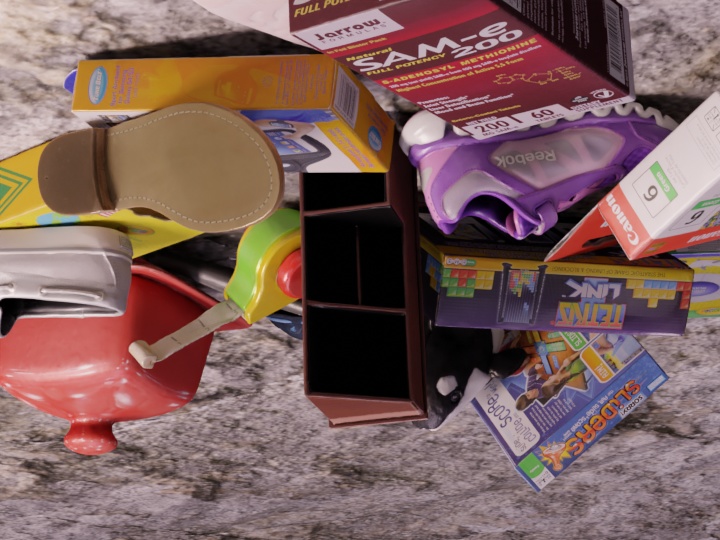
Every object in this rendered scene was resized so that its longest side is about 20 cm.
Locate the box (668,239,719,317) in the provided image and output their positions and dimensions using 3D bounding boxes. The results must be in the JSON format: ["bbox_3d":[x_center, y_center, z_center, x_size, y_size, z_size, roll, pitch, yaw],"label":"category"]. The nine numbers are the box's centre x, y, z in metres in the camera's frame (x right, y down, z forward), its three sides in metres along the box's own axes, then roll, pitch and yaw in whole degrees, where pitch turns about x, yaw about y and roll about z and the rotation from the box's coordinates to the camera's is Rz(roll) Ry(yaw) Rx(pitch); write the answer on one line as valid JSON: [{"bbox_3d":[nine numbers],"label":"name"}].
[{"bbox_3d":[0.277,-0.002,1.660,0.117,0.049,0.200,-2,164,-2],"label":"box"}]

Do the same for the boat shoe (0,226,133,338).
[{"bbox_3d":[-0.259,0.015,1.417,0.199,0.069,0.072,-4,162,3],"label":"boat shoe"}]

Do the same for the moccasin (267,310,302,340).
[{"bbox_3d":[-0.018,0.024,1.636,0.068,0.081,0.200,14,155,-31],"label":"moccasin"}]

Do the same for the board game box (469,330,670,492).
[{"bbox_3d":[0.146,0.073,1.580,0.135,0.200,0.034,-41,120,5],"label":"board game box"}]

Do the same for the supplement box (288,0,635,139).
[{"bbox_3d":[0.059,-0.136,1.086,0.108,0.061,0.200,-13,160,32],"label":"supplement box"}]

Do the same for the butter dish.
[{"bbox_3d":[-0.216,0.077,1.632,0.198,0.149,0.200,-2,164,23],"label":"butter dish"}]

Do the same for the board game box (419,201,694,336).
[{"bbox_3d":[0.123,-0.003,1.490,0.199,0.057,0.165,3,-164,-18],"label":"board game box"}]

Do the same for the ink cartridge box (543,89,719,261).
[{"bbox_3d":[0.226,-0.052,1.360,0.109,0.050,0.200,-12,155,-43],"label":"ink cartridge box"}]

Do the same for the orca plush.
[{"bbox_3d":[0.088,0.032,1.577,0.105,0.200,0.071,23,147,42],"label":"orca plush"}]

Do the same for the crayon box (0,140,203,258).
[{"bbox_3d":[-0.211,-0.043,1.443,0.199,0.051,0.127,-16,157,37],"label":"crayon box"}]

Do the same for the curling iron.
[{"bbox_3d":[-0.077,0.010,1.578,0.199,0.050,0.026,11,137,17],"label":"curling iron"}]

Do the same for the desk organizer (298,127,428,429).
[{"bbox_3d":[0.000,0.000,1.371,0.071,0.201,0.077,-7,160,13],"label":"desk organizer"}]

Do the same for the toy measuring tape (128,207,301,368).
[{"bbox_3d":[-0.090,0.004,1.514,0.199,0.074,0.074,-28,172,-23],"label":"toy measuring tape"}]

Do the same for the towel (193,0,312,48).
[{"bbox_3d":[0.030,-0.171,1.125,0.199,0.032,0.190,-19,157,41],"label":"towel"}]

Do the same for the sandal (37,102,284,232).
[{"bbox_3d":[-0.106,-0.064,1.237,0.211,0.078,0.069,1,-176,40],"label":"sandal"}]

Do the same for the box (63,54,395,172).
[{"bbox_3d":[-0.090,-0.098,1.272,0.199,0.042,0.119,-1,163,19],"label":"box"}]

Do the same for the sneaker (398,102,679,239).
[{"bbox_3d":[0.128,-0.065,1.373,0.199,0.089,0.081,-3,160,-8],"label":"sneaker"}]
